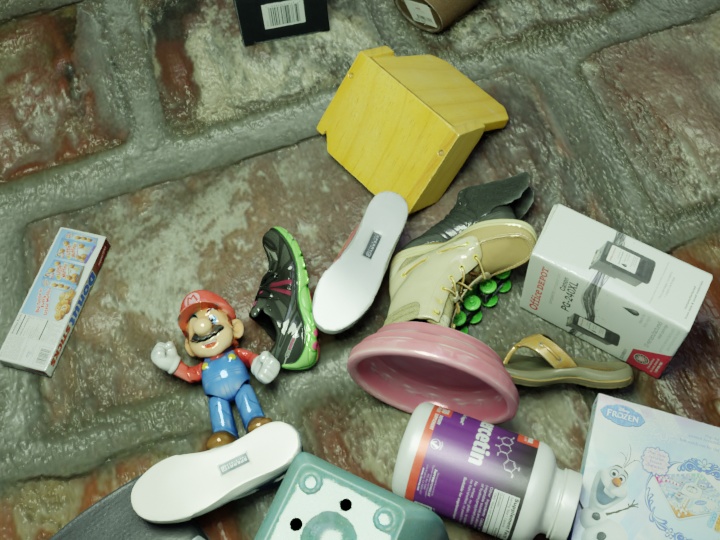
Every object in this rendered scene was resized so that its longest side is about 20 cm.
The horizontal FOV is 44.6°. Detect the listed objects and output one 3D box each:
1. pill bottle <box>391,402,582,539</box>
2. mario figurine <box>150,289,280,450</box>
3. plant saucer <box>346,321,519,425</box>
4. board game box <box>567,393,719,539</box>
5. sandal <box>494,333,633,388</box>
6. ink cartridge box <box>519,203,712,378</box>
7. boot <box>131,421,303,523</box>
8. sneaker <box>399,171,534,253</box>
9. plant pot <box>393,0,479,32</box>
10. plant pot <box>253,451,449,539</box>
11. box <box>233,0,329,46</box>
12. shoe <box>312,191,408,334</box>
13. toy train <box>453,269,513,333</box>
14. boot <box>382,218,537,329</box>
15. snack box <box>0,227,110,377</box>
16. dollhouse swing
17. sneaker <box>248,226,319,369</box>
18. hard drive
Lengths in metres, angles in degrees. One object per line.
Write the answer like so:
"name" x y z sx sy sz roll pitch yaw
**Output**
"pill bottle" 0.140 0.229 0.972 0.196 0.113 0.114 17 62 12
"mario figurine" -0.175 0.113 1.054 0.121 0.106 0.203 -6 62 -37
"plant saucer" 0.084 0.114 0.987 0.196 0.202 0.052 14 65 10
"board game box" 0.342 0.262 0.983 0.196 0.044 0.202 15 63 11
"sandal" 0.231 0.104 1.053 0.195 0.080 0.055 4 100 0
"ink cartridge box" 0.299 0.026 1.060 0.197 0.146 0.084 27 67 17
"boot" -0.154 0.240 0.996 0.196 0.091 0.074 -19 63 -5
"sneaker" 0.141 -0.063 1.169 0.196 0.061 0.105 -19 38 11
"plant pot" 0.140 -0.476 1.351 0.185 0.187 0.202 30 80 18
"plant pot" -0.024 0.300 0.890 0.192 0.201 0.199 21 63 14
"box" -0.137 -0.475 1.391 0.144 0.105 0.204 -10 60 -3
"shoe" 0.000 0.000 1.125 0.070 0.091 0.203 27 72 4
"toy train" 0.119 0.054 1.116 0.056 0.042 0.200 33 66 32
"boot" 0.118 0.021 1.054 0.196 0.074 0.157 -14 33 21
"snack box" -0.402 0.038 1.159 0.070 0.024 0.203 11 62 10
"dollhouse swing" 0.083 -0.204 1.267 0.200 0.175 0.183 43 111 23
"sneaker" -0.105 0.030 1.119 0.082 0.077 0.203 -9 59 -7
"hard drive" -0.277 0.322 0.980 0.198 0.043 0.135 -35 65 -16
